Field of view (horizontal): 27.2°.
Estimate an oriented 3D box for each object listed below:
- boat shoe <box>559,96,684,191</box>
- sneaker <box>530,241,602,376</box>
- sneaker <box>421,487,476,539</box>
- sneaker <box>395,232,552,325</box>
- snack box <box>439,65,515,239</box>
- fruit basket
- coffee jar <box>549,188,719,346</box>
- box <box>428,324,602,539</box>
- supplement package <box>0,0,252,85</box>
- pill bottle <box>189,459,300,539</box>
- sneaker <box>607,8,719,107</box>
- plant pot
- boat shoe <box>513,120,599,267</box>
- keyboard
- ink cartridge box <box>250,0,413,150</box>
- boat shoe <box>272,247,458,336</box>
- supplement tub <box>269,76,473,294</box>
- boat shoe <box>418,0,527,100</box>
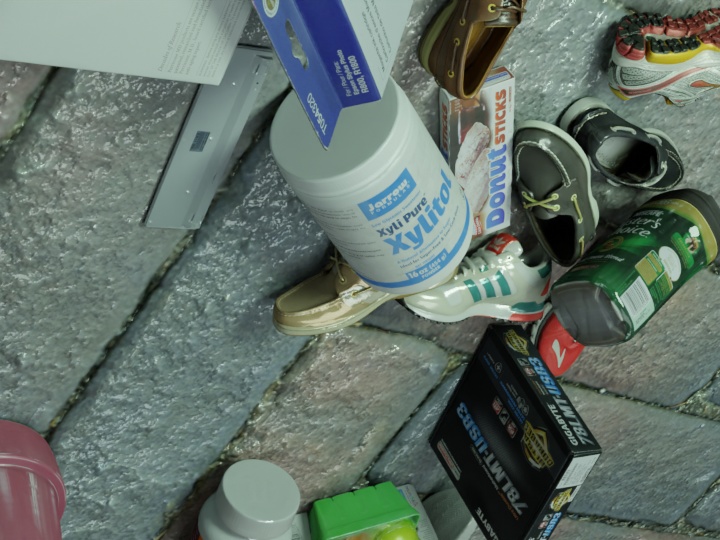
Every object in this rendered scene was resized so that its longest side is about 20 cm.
[{"bbox_3d":[0.283,-0.118,1.546,0.074,0.060,0.199,-46,139,15],"label":"boat shoe"},{"bbox_3d":[0.263,0.053,1.693,0.077,0.085,0.201,5,129,-36],"label":"sneaker"},{"bbox_3d":[0.116,0.346,1.923,0.115,0.074,0.200,7,137,-40],"label":"sneaker"},{"bbox_3d":[0.122,0.002,1.575,0.198,0.070,0.094,3,112,-33],"label":"sneaker"},{"bbox_3d":[0.115,-0.110,1.473,0.071,0.024,0.201,-21,140,-15],"label":"snack box"},{"bbox_3d":[0.018,0.361,1.769,0.184,0.201,0.094,-12,152,-23],"label":"fruit basket"},{"bbox_3d":[0.296,-0.007,1.569,0.200,0.104,0.086,-38,104,-31],"label":"coffee jar"},{"bbox_3d":[0.171,0.200,1.698,0.049,0.201,0.199,-1,133,-32],"label":"box"},{"bbox_3d":[-0.188,-0.223,1.083,0.199,0.117,0.118,2,131,-35],"label":"supplement package"},{"bbox_3d":[-0.140,0.314,1.684,0.109,0.110,0.201,-3,133,-31],"label":"pill bottle"},{"bbox_3d":[0.332,-0.209,1.482,0.198,0.078,0.083,-2,137,-19],"label":"sneaker"},{"bbox_3d":[-0.367,0.275,1.440,0.199,0.179,0.201,-19,139,-17],"label":"plant pot"},{"bbox_3d":[0.197,-0.076,1.513,0.201,0.071,0.061,55,51,-52],"label":"boat shoe"},{"bbox_3d":[-0.136,-0.115,1.318,0.056,0.011,0.201,6,128,-31],"label":"keyboard"},{"bbox_3d":[-0.014,-0.229,1.147,0.043,0.201,0.197,2,148,21],"label":"ink cartridge box"},{"bbox_3d":[0.000,0.000,1.485,0.199,0.074,0.070,-23,129,-13],"label":"boat shoe"},{"bbox_3d":[0.014,-0.079,1.355,0.131,0.132,0.200,-34,142,3],"label":"supplement tub"},{"bbox_3d":[0.121,-0.239,1.306,0.072,0.068,0.201,2,130,-34],"label":"boat shoe"}]
